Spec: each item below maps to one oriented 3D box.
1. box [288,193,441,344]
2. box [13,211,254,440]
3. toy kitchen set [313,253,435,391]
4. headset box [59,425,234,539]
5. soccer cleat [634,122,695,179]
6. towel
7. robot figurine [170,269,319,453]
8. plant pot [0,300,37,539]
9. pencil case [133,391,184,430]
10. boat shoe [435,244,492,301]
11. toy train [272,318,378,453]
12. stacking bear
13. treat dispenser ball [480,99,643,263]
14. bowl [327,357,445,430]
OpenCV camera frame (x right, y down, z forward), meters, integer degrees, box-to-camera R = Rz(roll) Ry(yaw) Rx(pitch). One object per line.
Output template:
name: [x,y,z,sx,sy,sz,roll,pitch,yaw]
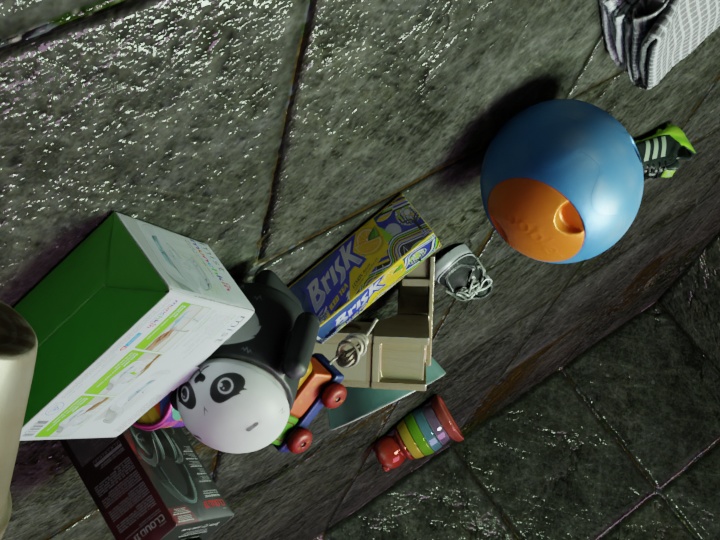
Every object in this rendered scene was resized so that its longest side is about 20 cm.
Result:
box: [0.000,0.000,1.290,0.200,0.070,0.064,-40,160,3]
box: [-0.224,0.061,0.960,0.200,0.097,0.176,-42,162,10]
toy kitchen set: [0.014,0.046,1.462,0.200,0.178,0.165,-82,174,-69]
headset box: [-0.241,0.241,1.197,0.077,0.201,0.149,-40,161,9]
soccer cleat: [0.492,-0.186,1.775,0.199,0.081,0.068,-29,160,-26]
towel: [0.375,-0.313,1.232,0.165,0.086,0.200,-41,162,5]
robot figurine: [-0.122,0.093,1.098,0.151,0.124,0.201,116,-9,-46]
plant pot: [-0.327,0.103,0.761,0.175,0.199,0.200,-60,157,11]
pencil case: [-0.201,0.140,1.229,0.088,0.089,0.200,-43,164,14]
boat shoe: [0.165,0.014,1.647,0.073,0.068,0.199,-40,162,6]
toy train: [-0.070,0.119,1.252,0.201,0.085,0.116,-53,145,4]
stacking bear: [0.125,0.392,2.440,0.199,0.122,0.114,-32,165,5]
treat dispenser ball: [0.248,-0.110,1.291,0.200,0.201,0.201,-34,162,-13]
bowl: [0.021,0.156,1.611,0.199,0.106,0.201,-26,175,-3]
